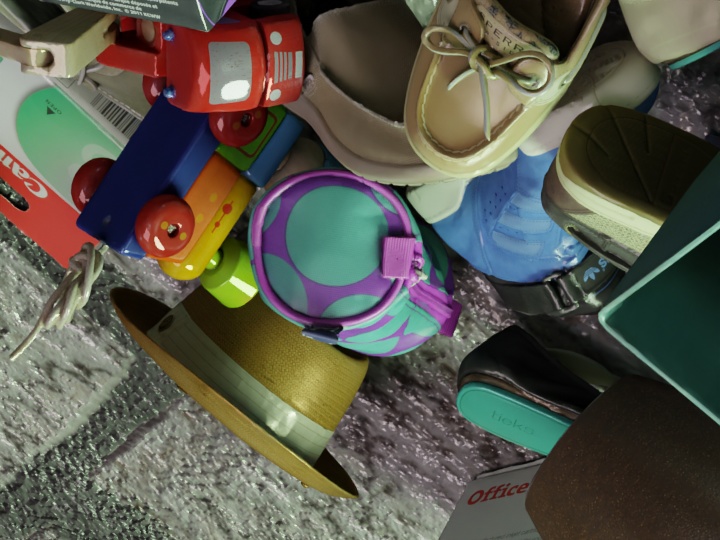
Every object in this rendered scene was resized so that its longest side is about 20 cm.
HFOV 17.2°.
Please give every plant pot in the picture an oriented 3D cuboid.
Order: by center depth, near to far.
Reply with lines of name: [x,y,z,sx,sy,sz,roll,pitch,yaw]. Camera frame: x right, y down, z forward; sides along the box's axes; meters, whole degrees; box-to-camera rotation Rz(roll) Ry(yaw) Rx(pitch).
plant pot: [0.230,-0.029,1.031,0.141,0.200,0.141,40,143,-6]
plant pot: [0.187,0.151,1.215,0.200,0.187,0.187,39,145,19]

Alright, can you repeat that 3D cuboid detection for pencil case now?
pencil case: [0.000,0.000,1.256,0.092,0.085,0.200,19,178,10]

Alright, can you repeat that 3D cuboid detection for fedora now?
fedora: [-0.055,0.049,1.390,0.201,0.082,0.201,40,-178,-2]

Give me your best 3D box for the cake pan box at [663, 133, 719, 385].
cake pan box: [0.247,0.035,1.211,0.200,0.052,0.185,17,137,22]

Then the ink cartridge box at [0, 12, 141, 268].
ink cartridge box: [-0.206,-0.076,1.439,0.161,0.050,0.200,42,140,-8]

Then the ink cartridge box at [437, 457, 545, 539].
ink cartridge box: [0.094,0.209,1.389,0.086,0.200,0.146,48,141,-19]

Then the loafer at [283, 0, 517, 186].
loafer: [0.007,-0.099,1.185,0.200,0.076,0.068,33,132,49]

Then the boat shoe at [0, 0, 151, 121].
boat shoe: [-0.155,-0.136,1.322,0.200,0.062,0.072,45,142,-14]

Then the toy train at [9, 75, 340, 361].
toy train: [-0.099,-0.013,1.296,0.116,0.200,0.085,37,175,-41]

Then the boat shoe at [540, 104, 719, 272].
boat shoe: [0.178,-0.009,1.124,0.200,0.072,0.066,27,152,-3]

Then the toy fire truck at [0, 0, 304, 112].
toy fire truck: [-0.134,-0.122,1.217,0.200,0.141,0.049,30,127,51]

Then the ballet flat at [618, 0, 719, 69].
ballet flat: [0.191,-0.142,1.057,0.200,0.070,0.070,-18,119,47]

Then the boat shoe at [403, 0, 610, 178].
boat shoe: [0.079,-0.130,1.068,0.073,0.063,0.200,31,104,4]

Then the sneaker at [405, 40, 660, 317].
sneaker: [0.112,-0.038,1.209,0.111,0.077,0.200,49,145,-7]

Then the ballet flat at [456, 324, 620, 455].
ballet flat: [0.149,0.093,1.330,0.200,0.068,0.068,34,143,2]

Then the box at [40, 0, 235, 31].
box: [-0.107,-0.232,1.133,0.106,0.122,0.200,13,137,26]
